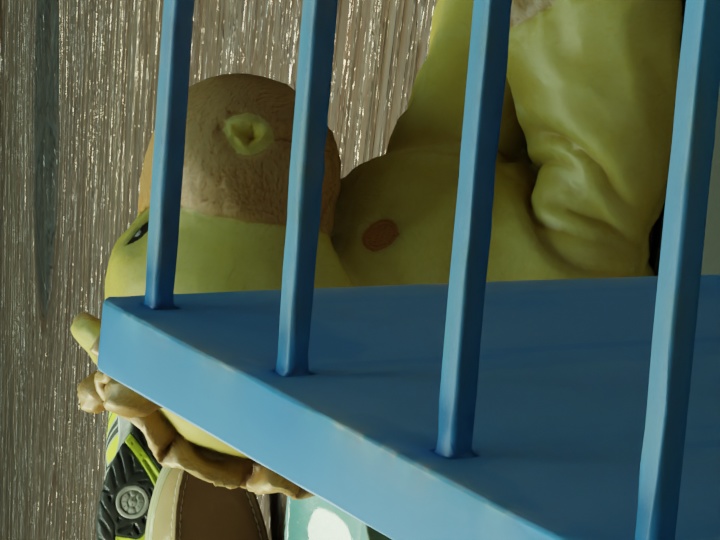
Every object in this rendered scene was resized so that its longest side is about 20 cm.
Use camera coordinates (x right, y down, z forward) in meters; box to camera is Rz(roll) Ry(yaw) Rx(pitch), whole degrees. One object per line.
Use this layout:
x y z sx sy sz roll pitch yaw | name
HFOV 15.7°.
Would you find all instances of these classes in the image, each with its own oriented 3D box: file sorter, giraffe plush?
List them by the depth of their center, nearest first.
0.069 -0.022 0.373 0.200 0.139 0.123 23 112 57 | file sorter
0.000 0.000 0.746 0.173 0.162 0.200 111 154 -61 | giraffe plush

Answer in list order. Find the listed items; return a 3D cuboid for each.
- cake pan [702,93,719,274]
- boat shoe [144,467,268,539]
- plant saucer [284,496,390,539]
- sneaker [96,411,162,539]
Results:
0.112 0.013 0.529 0.200 0.037 0.201 178 90 -78 | cake pan
-0.065 0.184 1.332 0.066 0.074 0.200 144 122 -60 | boat shoe
0.004 0.155 1.063 0.200 0.036 0.200 178 90 -78 | plant saucer
-0.118 0.118 1.566 0.076 0.075 0.200 100 175 -70 | sneaker
